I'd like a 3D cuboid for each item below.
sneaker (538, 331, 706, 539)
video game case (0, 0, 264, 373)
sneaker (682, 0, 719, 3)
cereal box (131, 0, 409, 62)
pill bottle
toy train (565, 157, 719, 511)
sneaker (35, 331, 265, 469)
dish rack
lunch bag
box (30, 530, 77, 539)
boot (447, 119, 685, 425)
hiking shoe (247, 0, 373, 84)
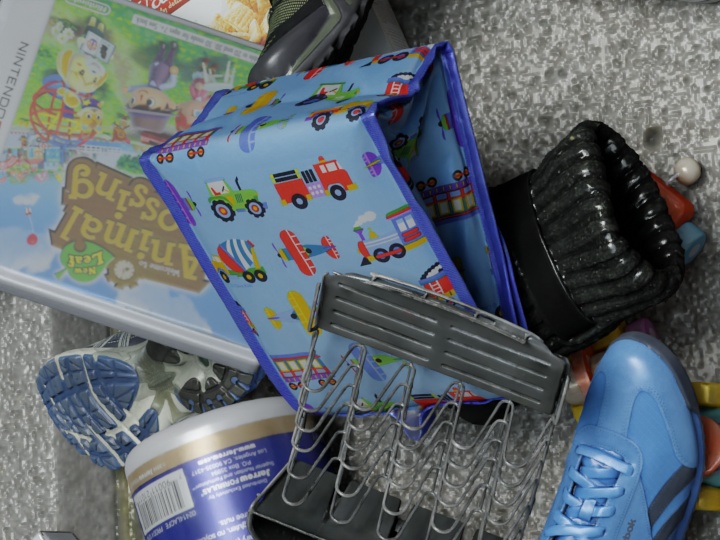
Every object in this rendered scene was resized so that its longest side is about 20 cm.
[{"bbox_3d":[0.128,0.131,1.498,0.066,0.078,0.201,27,123,34],"label":"sneaker"},{"bbox_3d":[-0.124,-0.058,1.579,0.199,0.022,0.183,18,69,-5],"label":"video game case"},{"bbox_3d":[0.111,-0.194,1.577,0.199,0.079,0.079,11,91,28],"label":"sneaker"},{"bbox_3d":[-0.043,-0.114,1.664,0.143,0.039,0.201,-30,74,19],"label":"cereal box"},{"bbox_3d":[-0.052,0.181,1.601,0.115,0.116,0.201,-23,76,22],"label":"pill bottle"},{"bbox_3d":[0.171,0.038,1.539,0.200,0.056,0.150,45,105,22],"label":"toy train"},{"bbox_3d":[-0.107,0.056,1.668,0.199,0.085,0.077,-19,102,44],"label":"sneaker"},{"bbox_3d":[0.028,0.090,1.478,0.152,0.055,0.201,19,138,7],"label":"dish rack"},{"bbox_3d":[0.000,0.000,1.491,0.150,0.094,0.201,-9,112,35],"label":"lunch bag"},{"bbox_3d":[-0.169,0.279,1.691,0.156,0.041,0.200,-49,67,14],"label":"box"},{"bbox_3d":[0.067,-0.038,1.527,0.212,0.079,0.158,52,128,9],"label":"boot"},{"bbox_3d":[-0.035,-0.177,1.594,0.100,0.076,0.201,24,60,1],"label":"hiking shoe"}]
